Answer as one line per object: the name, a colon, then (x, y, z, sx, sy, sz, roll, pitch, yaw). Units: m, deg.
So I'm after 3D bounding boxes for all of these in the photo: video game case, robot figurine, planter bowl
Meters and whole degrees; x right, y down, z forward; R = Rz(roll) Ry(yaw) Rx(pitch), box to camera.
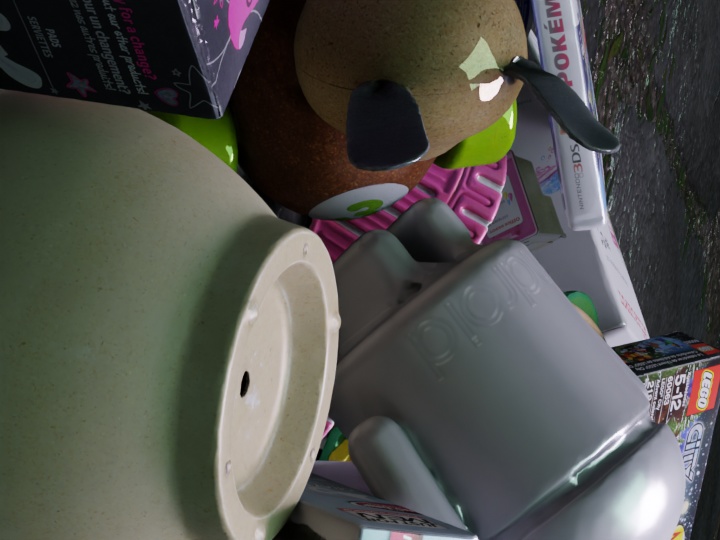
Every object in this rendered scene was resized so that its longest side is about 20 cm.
video game case: (0.103, -0.138, 1.163, 0.200, 0.023, 0.183, -79, 159, -70)
robot figurine: (0.061, 0.067, 0.960, 0.169, 0.200, 0.113, -34, 173, -44)
planter bowl: (-0.088, 0.032, 0.829, 0.200, 0.134, 0.201, 9, 90, -73)

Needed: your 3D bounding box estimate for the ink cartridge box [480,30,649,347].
ink cartridge box: (0.102, -0.029, 1.330, 0.145, 0.084, 0.201, 38, 35, -70)

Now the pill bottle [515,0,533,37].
pill bottle: (0.024, -0.136, 1.124, 0.200, 0.112, 0.113, -8, 107, -71)

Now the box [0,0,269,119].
box: (-0.078, -0.173, 0.785, 0.132, 0.114, 0.201, 73, 32, -53)

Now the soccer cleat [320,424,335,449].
soccer cleat: (0.019, 0.019, 1.213, 0.069, 0.085, 0.201, -121, -144, -84)

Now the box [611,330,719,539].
box: (0.124, 0.140, 1.194, 0.136, 0.038, 0.201, -10, 116, -43)

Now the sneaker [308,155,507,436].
sneaker: (0.000, 0.000, 1.133, 0.200, 0.081, 0.088, -51, 178, 5)

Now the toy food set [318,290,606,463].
toy food set: (0.067, 0.098, 1.181, 0.200, 0.049, 0.198, -42, 135, -23)

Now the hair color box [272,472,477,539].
hair color box: (-0.044, 0.131, 0.912, 0.060, 0.200, 0.099, 11, 91, -36)

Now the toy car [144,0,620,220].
toy car: (0.016, -0.074, 0.902, 0.200, 0.164, 0.158, -137, -137, -57)

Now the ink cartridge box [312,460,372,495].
ink cartridge box: (-0.002, 0.194, 1.064, 0.083, 0.145, 0.201, -14, 99, -51)
